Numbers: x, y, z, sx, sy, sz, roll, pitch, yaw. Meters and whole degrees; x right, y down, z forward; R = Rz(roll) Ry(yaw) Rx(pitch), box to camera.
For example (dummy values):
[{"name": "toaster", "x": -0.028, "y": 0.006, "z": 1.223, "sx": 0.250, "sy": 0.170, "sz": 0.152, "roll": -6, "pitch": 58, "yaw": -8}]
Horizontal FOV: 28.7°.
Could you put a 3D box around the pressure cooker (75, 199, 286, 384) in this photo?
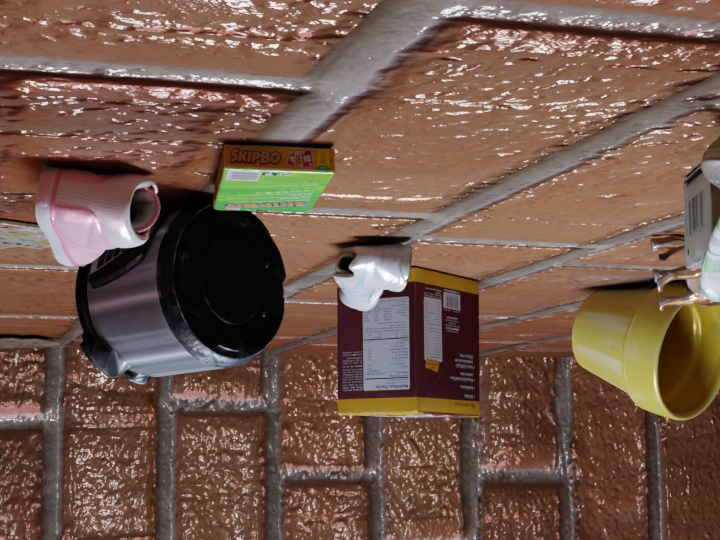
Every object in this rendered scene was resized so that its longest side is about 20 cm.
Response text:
[{"name": "pressure cooker", "x": -0.199, "y": 0.025, "z": 1.468, "sx": 0.199, "sy": 0.181, "sz": 0.175, "roll": -10, "pitch": 174, "yaw": 42}]

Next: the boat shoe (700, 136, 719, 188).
[{"name": "boat shoe", "x": 0.346, "y": -0.087, "z": 1.153, "sx": 0.073, "sy": 0.063, "sz": 0.199, "roll": 14, "pitch": -179, "yaw": 44}]

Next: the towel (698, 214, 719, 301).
[{"name": "towel", "x": 0.368, "y": -0.013, "z": 1.188, "sx": 0.148, "sy": 0.031, "sz": 0.200, "roll": -3, "pitch": 161, "yaw": 8}]

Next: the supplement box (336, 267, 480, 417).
[{"name": "supplement box", "x": 0.072, "y": 0.110, "z": 2.035, "sx": 0.132, "sy": 0.202, "sz": 0.197, "roll": -5, "pitch": 171, "yaw": 32}]

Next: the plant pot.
[{"name": "plant pot", "x": 0.434, "y": 0.110, "z": 2.145, "sx": 0.200, "sy": 0.203, "sz": 0.188, "roll": 7, "pitch": -176, "yaw": -44}]

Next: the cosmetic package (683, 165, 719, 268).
[{"name": "cosmetic package", "x": 0.404, "y": -0.050, "z": 1.283, "sx": 0.198, "sy": 0.088, "sz": 0.103, "roll": 1, "pitch": 170, "yaw": -2}]

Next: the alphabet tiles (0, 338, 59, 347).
[{"name": "alphabet tiles", "x": -0.761, "y": 0.157, "z": 3.039, "sx": 0.198, "sy": 0.006, "sz": 0.166, "roll": -3, "pitch": 171, "yaw": 19}]

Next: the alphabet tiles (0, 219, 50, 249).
[{"name": "alphabet tiles", "x": -0.428, "y": -0.042, "z": 1.622, "sx": 0.166, "sy": 0.006, "sz": 0.199, "roll": -8, "pitch": 169, "yaw": 44}]

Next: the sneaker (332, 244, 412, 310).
[{"name": "sneaker", "x": 0.000, "y": 0.000, "z": 1.763, "sx": 0.079, "sy": 0.071, "sz": 0.200, "roll": 11, "pitch": 164, "yaw": -14}]

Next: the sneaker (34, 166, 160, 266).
[{"name": "sneaker", "x": -0.239, "y": -0.045, "z": 1.335, "sx": 0.104, "sy": 0.076, "sz": 0.200, "roll": 5, "pitch": 168, "yaw": -1}]

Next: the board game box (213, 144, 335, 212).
[{"name": "board game box", "x": -0.082, "y": -0.080, "z": 1.275, "sx": 0.095, "sy": 0.030, "sz": 0.200, "roll": 2, "pitch": 169, "yaw": -9}]

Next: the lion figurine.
[{"name": "lion figurine", "x": 0.422, "y": 0.000, "z": 1.729, "sx": 0.121, "sy": 0.073, "sz": 0.200, "roll": -9, "pitch": 166, "yaw": 11}]
